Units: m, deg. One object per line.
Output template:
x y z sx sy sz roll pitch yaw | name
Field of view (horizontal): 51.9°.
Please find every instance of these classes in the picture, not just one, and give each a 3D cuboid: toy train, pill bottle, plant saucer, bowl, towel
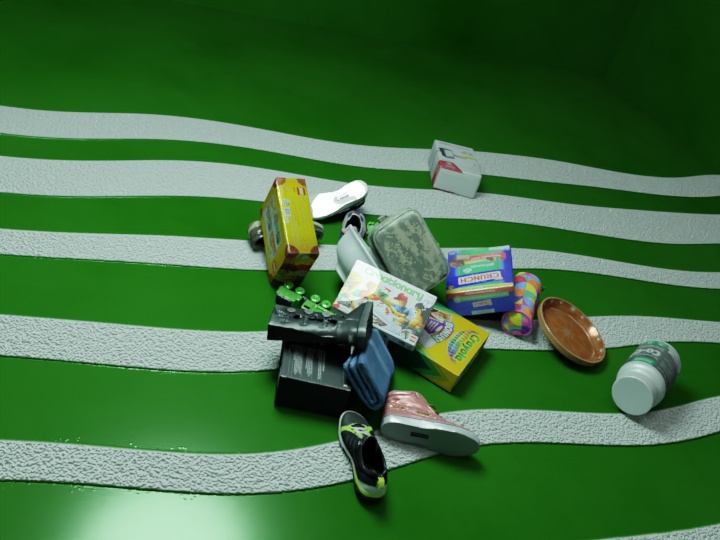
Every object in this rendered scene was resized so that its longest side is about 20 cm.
-0.102 0.087 1.652 0.197 0.042 0.057 27 44 13 | toy train
0.663 0.249 1.718 0.112 0.115 0.199 34 36 23 | pill bottle
0.516 0.153 1.825 0.198 0.032 0.202 24 37 -19 | plant saucer
0.000 0.000 1.743 0.203 0.090 0.201 54 4 -6 | bowl
0.022 0.195 1.479 0.113 0.048 0.200 62 14 -9 | towel

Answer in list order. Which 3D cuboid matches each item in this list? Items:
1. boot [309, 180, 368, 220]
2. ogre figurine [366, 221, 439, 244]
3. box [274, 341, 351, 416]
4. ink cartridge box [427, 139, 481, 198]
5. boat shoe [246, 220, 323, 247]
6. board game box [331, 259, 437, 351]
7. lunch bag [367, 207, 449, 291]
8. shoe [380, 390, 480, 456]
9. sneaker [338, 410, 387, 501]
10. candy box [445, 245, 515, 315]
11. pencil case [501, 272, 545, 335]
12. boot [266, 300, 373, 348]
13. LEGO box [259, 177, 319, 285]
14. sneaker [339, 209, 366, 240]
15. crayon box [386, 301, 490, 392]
-0.070 -0.176 2.030 0.197 0.091 0.074 -20 72 -10 | boot
0.097 -0.078 1.936 0.199 0.099 0.120 38 24 8 | ogre figurine
-0.092 0.184 1.480 0.138 0.080 0.201 11 33 -7 | box
0.305 -0.334 2.414 0.145 0.087 0.202 12 35 -9 | ink cartridge box
-0.181 -0.082 1.835 0.197 0.072 0.067 1 47 -24 | boat shoe
0.052 0.074 1.599 0.197 0.035 0.128 25 65 9 | board game box
0.111 -0.042 1.775 0.202 0.138 0.168 57 -1 -9 | lunch bag
0.138 0.292 1.439 0.196 0.072 0.092 13 39 0 | shoe
0.015 0.318 1.332 0.070 0.084 0.201 3 36 -22 | sneaker
0.299 0.024 1.846 0.166 0.078 0.201 -6 31 13 | candy box
0.408 0.085 1.862 0.087 0.090 0.200 24 35 9 | pencil case
-0.076 0.100 1.480 0.196 0.067 0.165 2 14 8 | boot
-0.168 -0.089 1.709 0.076 0.149 0.203 0 62 -25 | LEGO box
-0.013 -0.124 1.958 0.069 0.083 0.201 14 33 -4 | sneaker
0.176 0.161 1.660 0.171 0.059 0.200 29 35 16 | crayon box
